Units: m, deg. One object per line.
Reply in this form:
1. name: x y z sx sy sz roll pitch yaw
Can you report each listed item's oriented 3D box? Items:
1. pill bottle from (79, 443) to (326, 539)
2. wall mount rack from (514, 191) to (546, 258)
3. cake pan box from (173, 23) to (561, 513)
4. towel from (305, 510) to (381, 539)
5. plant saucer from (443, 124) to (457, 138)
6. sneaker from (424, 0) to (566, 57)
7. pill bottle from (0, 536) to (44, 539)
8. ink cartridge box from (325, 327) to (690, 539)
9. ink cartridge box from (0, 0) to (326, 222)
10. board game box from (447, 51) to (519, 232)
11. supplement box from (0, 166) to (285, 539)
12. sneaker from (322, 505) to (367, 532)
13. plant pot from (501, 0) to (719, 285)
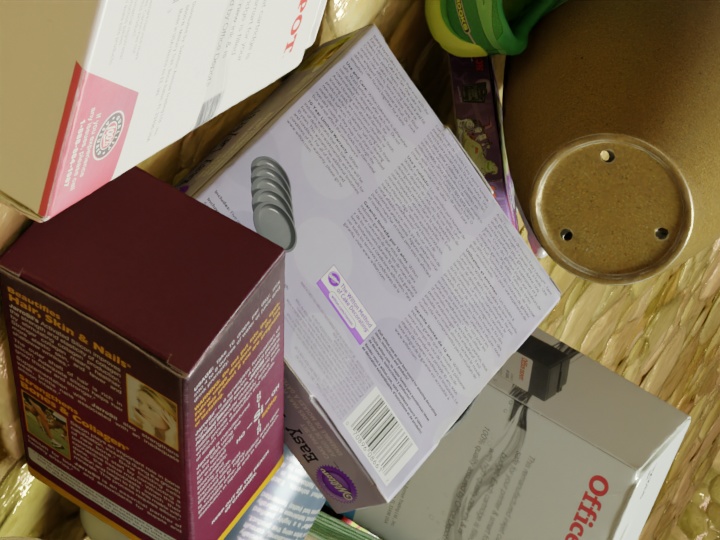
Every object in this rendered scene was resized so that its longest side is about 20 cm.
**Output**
1. pill bottle: -0.084 0.121 1.489 0.200 0.119 0.120 -61 164 3
2. wall mount rack: 0.114 -0.038 1.860 0.200 0.074 0.174 101 17 -46
3. cake pan box: 0.000 0.000 1.427 0.052 0.200 0.184 -17 -156 50
4. towel: -0.021 0.185 1.725 0.023 0.152 0.200 -61 165 -14
5. plant saucer: -0.005 0.015 1.668 0.200 0.048 0.200 -56 163 -12
6. sneaker: 0.118 -0.204 1.581 0.074 0.083 0.200 38 80 -46
7. pill bottle: -0.161 0.234 1.399 0.113 0.113 0.200 -52 150 -25
8. ink cartridge box: 0.077 0.109 1.631 0.084 0.200 0.145 -37 152 -52
9. ink cartridge box: -0.088 -0.129 1.118 0.200 0.083 0.147 -38 152 -51
10. board game box: 0.079 -0.069 1.688 0.200 0.032 0.120 70 17 -68
11. supplement box: -0.103 0.048 1.325 0.086 0.110 0.200 -52 162 -28
12. sneaker: 0.009 0.113 1.831 0.200 0.078 0.090 -63 157 2
13. plant pot: 0.160 -0.076 1.575 0.200 0.186 0.187 -63 175 -62
